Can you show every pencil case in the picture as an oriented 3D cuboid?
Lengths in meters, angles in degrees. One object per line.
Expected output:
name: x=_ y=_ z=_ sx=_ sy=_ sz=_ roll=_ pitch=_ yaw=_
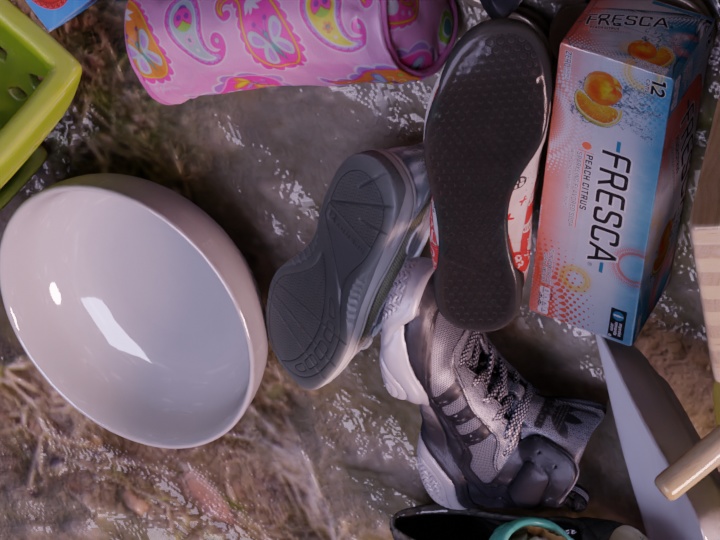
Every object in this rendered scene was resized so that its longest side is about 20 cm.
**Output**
pencil case: x=-0.044 y=-0.145 z=1.418 sx=0.200 sy=0.087 sz=0.087 roll=-1 pitch=119 yaw=35

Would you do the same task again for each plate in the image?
plate: x=0.194 y=0.153 z=1.404 sx=0.032 sy=0.200 sz=0.200 roll=-19 pitch=125 yaw=-1

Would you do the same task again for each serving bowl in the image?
serving bowl: x=-0.140 y=0.017 z=1.604 sx=0.200 sy=0.066 sz=0.200 roll=17 pitch=128 yaw=23

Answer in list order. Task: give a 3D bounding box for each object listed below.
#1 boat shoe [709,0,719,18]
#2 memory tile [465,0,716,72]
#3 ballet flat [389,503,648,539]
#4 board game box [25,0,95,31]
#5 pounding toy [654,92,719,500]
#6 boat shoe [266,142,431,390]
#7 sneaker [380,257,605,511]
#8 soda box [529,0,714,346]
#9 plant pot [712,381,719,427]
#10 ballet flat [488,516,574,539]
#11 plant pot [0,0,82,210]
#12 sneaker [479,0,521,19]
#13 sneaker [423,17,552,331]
boat shoe: x=0.187 y=-0.182 z=1.244 sx=0.072 sy=0.066 sz=0.201 roll=-7 pitch=116 yaw=31
memory tile: x=0.105 y=-0.194 z=1.328 sx=0.153 sy=0.017 sz=0.200 roll=-4 pitch=118 yaw=36
ballet flat: x=0.101 y=0.183 z=1.544 sx=0.200 sy=0.066 sz=0.057 roll=-3 pitch=152 yaw=42
board game box: x=-0.174 y=-0.271 z=1.435 sx=0.196 sy=0.056 sz=0.200 roll=-30 pitch=101 yaw=43
pounding toy: x=0.243 y=-0.001 z=1.212 sx=0.184 sy=0.200 sz=0.142 roll=-1 pitch=128 yaw=19
boat shoe: x=-0.001 y=-0.002 z=1.499 sx=0.074 sy=0.065 sz=0.202 roll=49 pitch=138 yaw=25
sneaker: x=0.085 y=0.073 z=1.469 sx=0.114 sy=0.076 sz=0.200 roll=8 pitch=138 yaw=25
soda box: x=0.143 y=-0.056 z=1.349 sx=0.068 sy=0.064 sz=0.200 roll=20 pitch=136 yaw=17
plant pot: x=0.272 y=0.087 z=1.309 sx=0.142 sy=0.200 sz=0.200 roll=49 pitch=139 yaw=28
ballet flat: x=0.147 y=0.221 z=1.445 sx=0.200 sy=0.067 sz=0.070 roll=43 pitch=161 yaw=22
plant pot: x=-0.315 y=-0.090 z=1.546 sx=0.200 sy=0.199 sz=0.181 roll=39 pitch=160 yaw=4
sneaker: x=0.043 y=-0.188 z=1.308 sx=0.200 sy=0.075 sz=0.114 roll=-8 pitch=113 yaw=35
sneaker: x=0.070 y=-0.075 z=1.361 sx=0.067 sy=0.108 sz=0.201 roll=3 pitch=127 yaw=3
